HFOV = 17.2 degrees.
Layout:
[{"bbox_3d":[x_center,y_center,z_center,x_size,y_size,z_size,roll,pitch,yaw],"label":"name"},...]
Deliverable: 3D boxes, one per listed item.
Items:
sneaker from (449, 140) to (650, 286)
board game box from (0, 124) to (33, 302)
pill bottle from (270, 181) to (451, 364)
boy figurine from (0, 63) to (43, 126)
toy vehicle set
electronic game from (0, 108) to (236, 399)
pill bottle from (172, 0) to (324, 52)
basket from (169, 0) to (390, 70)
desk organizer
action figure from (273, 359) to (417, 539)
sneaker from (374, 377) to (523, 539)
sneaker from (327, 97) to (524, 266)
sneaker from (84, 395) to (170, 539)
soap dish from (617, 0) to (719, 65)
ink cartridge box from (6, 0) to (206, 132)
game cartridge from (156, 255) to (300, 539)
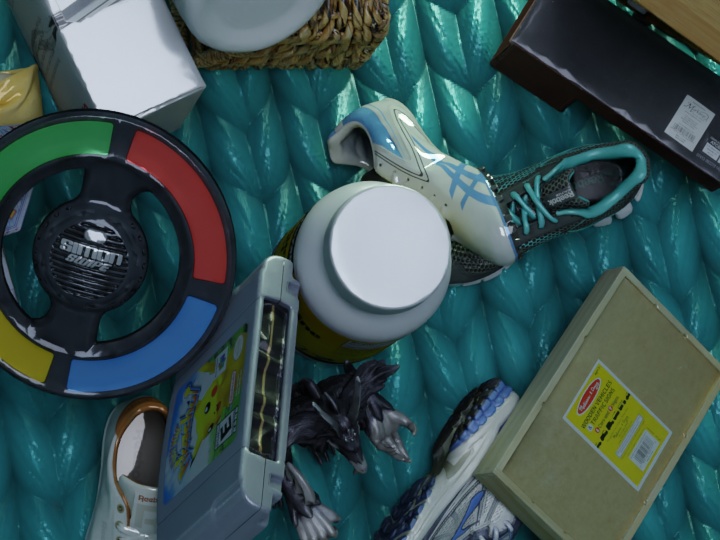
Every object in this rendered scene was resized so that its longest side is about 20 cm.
[{"bbox_3d":[0.130,-0.051,1.765,0.199,0.091,0.078,-26,86,-15],"label":"sneaker"},{"bbox_3d":[-0.301,-0.018,1.643,0.198,0.062,0.202,-19,111,-13],"label":"board game box"},{"bbox_3d":[0.000,0.000,1.672,0.111,0.200,0.114,2,80,-12],"label":"pill bottle"},{"bbox_3d":[-0.310,-0.131,1.671,0.199,0.124,0.065,9,84,-29],"label":"boy figurine"},{"bbox_3d":[0.180,0.112,1.747,0.124,0.026,0.200,44,63,-17],"label":"toy vehicle set"},{"bbox_3d":[-0.183,-0.010,1.609,0.198,0.042,0.202,0,103,-2],"label":"electronic game"},{"bbox_3d":[-0.107,-0.257,1.652,0.114,0.115,0.201,-22,55,-14],"label":"pill bottle"},{"bbox_3d":[-0.061,-0.254,1.730,0.148,0.143,0.202,0,81,-13],"label":"basket"},{"bbox_3d":[0.203,-0.138,1.801,0.199,0.077,0.072,33,76,-5],"label":"desk organizer"},{"bbox_3d":[-0.020,0.121,1.648,0.119,0.200,0.102,-37,92,-15],"label":"action figure"},{"bbox_3d":[0.075,0.180,1.725,0.085,0.077,0.201,37,76,-8],"label":"sneaker"},{"bbox_3d":[0.048,-0.055,1.719,0.072,0.072,0.200,-33,46,-15],"label":"sneaker"},{"bbox_3d":[-0.159,0.187,1.668,0.072,0.085,0.202,1,82,-14],"label":"sneaker"},{"bbox_3d":[0.226,-0.221,1.747,0.157,0.200,0.082,30,98,-32],"label":"soap dish"},{"bbox_3d":[-0.195,-0.187,1.689,0.084,0.145,0.201,-25,87,-14],"label":"ink cartridge box"},{"bbox_3d":[-0.091,0.103,1.599,0.040,0.133,0.201,20,50,-20],"label":"game cartridge"}]
